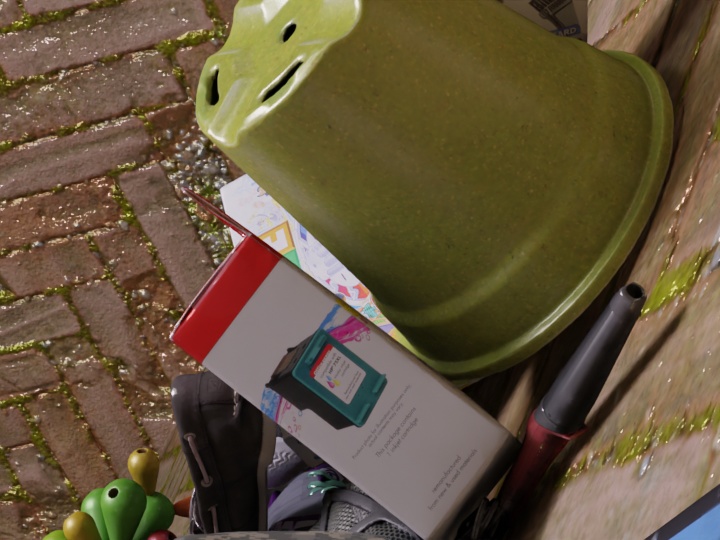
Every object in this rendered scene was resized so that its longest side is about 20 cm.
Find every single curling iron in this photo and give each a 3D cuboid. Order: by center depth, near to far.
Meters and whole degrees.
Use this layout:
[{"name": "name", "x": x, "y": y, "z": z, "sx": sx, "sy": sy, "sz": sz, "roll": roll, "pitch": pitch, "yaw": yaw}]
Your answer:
[{"name": "curling iron", "x": 0.088, "y": 0.078, "z": 1.027, "sx": 0.200, "sy": 0.025, "sz": 0.050, "roll": -62, "pitch": 1, "yaw": 40}]

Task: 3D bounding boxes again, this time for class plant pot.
[{"name": "plant pot", "x": 0.024, "y": -0.075, "z": 1.132, "sx": 0.200, "sy": 0.184, "sz": 0.201, "roll": -38, "pitch": 33, "yaw": 30}]

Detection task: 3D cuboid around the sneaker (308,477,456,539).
[{"name": "sneaker", "x": -0.010, "y": 0.161, "z": 1.225, "sx": 0.199, "sy": 0.076, "sz": 0.114, "roll": -32, "pitch": 24, "yaw": 49}]

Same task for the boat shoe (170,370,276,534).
[{"name": "boat shoe", "x": -0.079, "y": 0.115, "z": 1.252, "sx": 0.200, "sy": 0.057, "sz": 0.067, "roll": 97, "pitch": 171, "yaw": -52}]

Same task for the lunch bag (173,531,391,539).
[{"name": "lunch bag", "x": -0.039, "y": 0.226, "z": 1.037, "sx": 0.200, "sy": 0.139, "sz": 0.169, "roll": -100, "pitch": 12, "yaw": -78}]

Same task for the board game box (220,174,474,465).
[{"name": "board game box", "x": 0.000, "y": 0.000, "z": 1.297, "sx": 0.134, "sy": 0.034, "sz": 0.201, "roll": -29, "pitch": 48, "yaw": 13}]

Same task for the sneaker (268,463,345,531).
[{"name": "sneaker", "x": -0.022, "y": 0.147, "z": 1.349, "sx": 0.200, "sy": 0.074, "sz": 0.088, "roll": -33, "pitch": 37, "yaw": 58}]

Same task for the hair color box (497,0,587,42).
[{"name": "hair color box", "x": 0.066, "y": -0.155, "z": 1.229, "sx": 0.201, "sy": 0.109, "sz": 0.065, "roll": 83, "pitch": 170, "yaw": -47}]

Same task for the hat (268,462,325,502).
[{"name": "hat", "x": -0.045, "y": 0.175, "z": 1.501, "sx": 0.201, "sy": 0.081, "sz": 0.201, "roll": -63, "pitch": 8, "yaw": 15}]

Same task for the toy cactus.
[{"name": "toy cactus", "x": -0.142, "y": 0.208, "z": 1.326, "sx": 0.200, "sy": 0.102, "sz": 0.166, "roll": 124, "pitch": 148, "yaw": -48}]

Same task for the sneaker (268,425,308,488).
[{"name": "sneaker", "x": -0.038, "y": 0.058, "z": 1.467, "sx": 0.200, "sy": 0.114, "sz": 0.075, "roll": -38, "pitch": -5, "yaw": -46}]

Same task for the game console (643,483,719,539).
[{"name": "game console", "x": 0.043, "y": 0.149, "z": 0.784, "sx": 0.200, "sy": 0.170, "sz": 0.119, "roll": 125, "pitch": 141, "yaw": -59}]

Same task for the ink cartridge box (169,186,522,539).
[{"name": "ink cartridge box", "x": -0.019, "y": 0.048, "z": 1.103, "sx": 0.067, "sy": 0.200, "sz": 0.116, "roll": -52, "pitch": -11, "yaw": -1}]
